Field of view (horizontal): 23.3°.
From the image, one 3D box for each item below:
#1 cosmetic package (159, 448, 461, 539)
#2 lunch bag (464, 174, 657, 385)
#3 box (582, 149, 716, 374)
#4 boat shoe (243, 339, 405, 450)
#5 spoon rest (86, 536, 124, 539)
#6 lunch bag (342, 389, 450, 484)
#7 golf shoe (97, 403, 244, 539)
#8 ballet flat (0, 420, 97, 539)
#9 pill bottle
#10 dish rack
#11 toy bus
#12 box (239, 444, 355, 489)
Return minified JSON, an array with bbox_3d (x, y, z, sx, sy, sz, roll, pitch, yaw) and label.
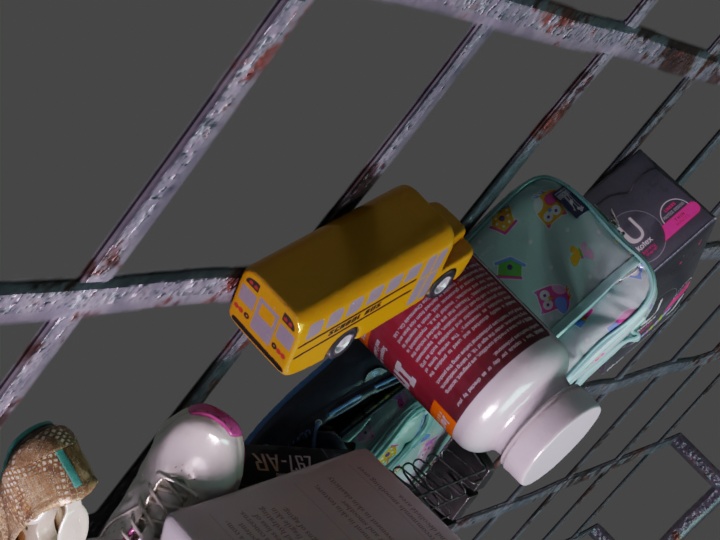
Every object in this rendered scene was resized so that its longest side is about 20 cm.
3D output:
[{"bbox_3d":[-0.037,0.262,1.279,0.199,0.167,0.167,-13,133,-41],"label":"cosmetic package"},{"bbox_3d":[0.148,0.029,1.468,0.200,0.160,0.077,-44,162,1],"label":"lunch bag"},{"bbox_3d":[0.256,-0.005,1.714,0.122,0.106,0.200,-39,160,-17],"label":"box"},{"bbox_3d":[-0.031,0.128,1.442,0.200,0.069,0.084,-47,161,9],"label":"boat shoe"},{"bbox_3d":[-0.171,0.272,1.243,0.060,0.099,0.201,-18,130,-34],"label":"spoon rest"},{"bbox_3d":[-0.001,0.170,1.558,0.200,0.077,0.160,-50,162,13],"label":"lunch bag"},{"bbox_3d":[-0.146,0.183,1.273,0.201,0.075,0.092,-59,-178,33],"label":"golf shoe"},{"bbox_3d":[-0.216,0.180,1.163,0.070,0.065,0.201,-29,156,-33],"label":"ballet flat"},{"bbox_3d":[0.086,0.065,1.349,0.113,0.200,0.113,-38,160,-16],"label":"pill bottle"},{"bbox_3d":[0.027,0.219,1.496,0.199,0.055,0.154,-12,140,-56],"label":"dish rack"},{"bbox_3d":[0.000,0.000,1.243,0.199,0.065,0.079,-30,155,-37],"label":"toy bus"},{"bbox_3d":[-0.102,0.219,1.416,0.159,0.044,0.201,7,133,-33],"label":"box"}]
